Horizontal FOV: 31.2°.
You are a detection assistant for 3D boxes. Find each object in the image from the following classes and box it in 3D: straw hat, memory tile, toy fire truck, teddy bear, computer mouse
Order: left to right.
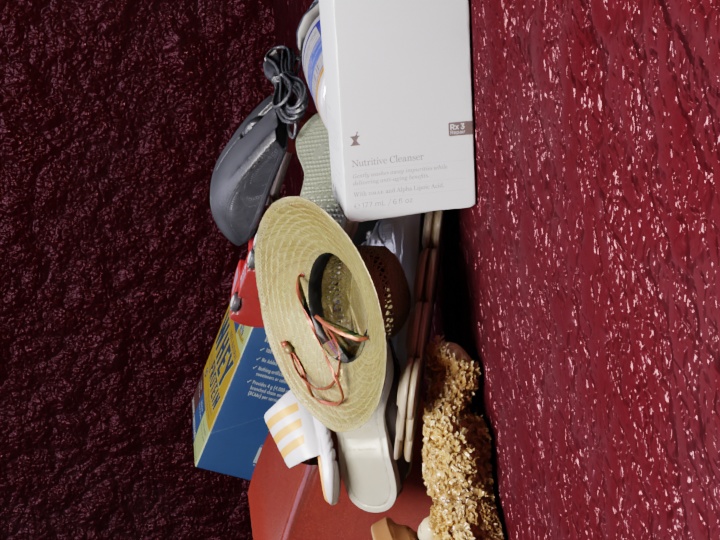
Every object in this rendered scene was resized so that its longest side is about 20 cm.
[{"bbox_3d":[-0.111,-0.120,1.287,0.139,0.052,0.202,-109,37,-57],"label":"computer mouse"},{"bbox_3d":[-0.091,-0.055,1.354,0.142,0.048,0.201,-92,20,-47],"label":"toy fire truck"},{"bbox_3d":[-0.005,0.025,1.074,0.200,0.084,0.204,32,131,46],"label":"straw hat"},{"bbox_3d":[0.051,0.051,1.112,0.154,0.017,0.203,86,-168,-64],"label":"memory tile"},{"bbox_3d":[0.073,0.155,1.072,0.145,0.066,0.203,144,121,-85],"label":"teddy bear"}]

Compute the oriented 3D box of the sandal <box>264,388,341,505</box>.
[{"bbox_3d":[-0.063,0.123,1.210,0.079,0.058,0.209,76,180,-70],"label":"sandal"}]

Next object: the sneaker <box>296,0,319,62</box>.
[{"bbox_3d":[-0.019,-0.203,1.366,0.146,0.076,0.205,-61,-29,-65],"label":"sneaker"}]

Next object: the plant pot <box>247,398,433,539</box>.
[{"bbox_3d":[-0.006,0.223,1.335,0.201,0.197,0.178,-107,21,-57],"label":"plant pot"}]

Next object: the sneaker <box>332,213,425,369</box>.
[{"bbox_3d":[0.000,0.000,1.178,0.074,0.114,0.203,-68,-14,-60],"label":"sneaker"}]

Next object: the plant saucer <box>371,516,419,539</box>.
[{"bbox_3d":[0.071,0.294,1.075,0.202,0.032,0.200,59,180,0],"label":"plant saucer"}]

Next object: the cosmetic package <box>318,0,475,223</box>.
[{"bbox_3d":[0.028,-0.150,1.019,0.081,0.111,0.203,-119,22,-69],"label":"cosmetic package"}]

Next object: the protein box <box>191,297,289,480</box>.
[{"bbox_3d":[-0.076,0.135,1.522,0.135,0.196,0.202,-108,38,-60],"label":"protein box"}]

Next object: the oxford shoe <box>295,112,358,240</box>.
[{"bbox_3d":[-0.020,-0.076,1.183,0.058,0.075,0.201,44,-159,-31],"label":"oxford shoe"}]

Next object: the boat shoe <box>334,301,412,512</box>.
[{"bbox_3d":[0.010,0.116,1.177,0.059,0.071,0.203,-37,-58,-62],"label":"boat shoe"}]

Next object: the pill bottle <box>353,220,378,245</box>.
[{"bbox_3d":[-0.002,-0.062,1.337,0.200,0.110,0.114,-114,20,-69],"label":"pill bottle"}]

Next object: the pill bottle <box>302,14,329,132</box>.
[{"bbox_3d":[0.005,-0.186,1.184,0.200,0.110,0.114,-108,14,-65],"label":"pill bottle"}]
